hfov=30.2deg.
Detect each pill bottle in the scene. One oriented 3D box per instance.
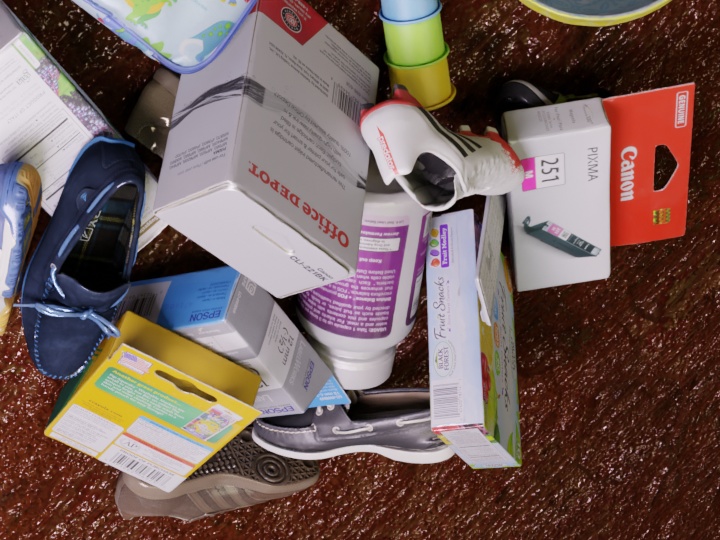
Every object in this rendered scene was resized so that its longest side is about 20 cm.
[{"bbox_3d":[0.000,0.000,1.182,0.111,0.112,0.201,-7,122,-26],"label":"pill bottle"}]

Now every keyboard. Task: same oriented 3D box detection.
[{"bbox_3d":[0.118,-0.040,1.190,0.011,0.201,0.057,-1,132,13],"label":"keyboard"}]

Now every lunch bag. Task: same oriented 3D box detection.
[{"bbox_3d":[-0.153,-0.252,0.938,0.200,0.082,0.161,37,92,-29],"label":"lunch bag"}]

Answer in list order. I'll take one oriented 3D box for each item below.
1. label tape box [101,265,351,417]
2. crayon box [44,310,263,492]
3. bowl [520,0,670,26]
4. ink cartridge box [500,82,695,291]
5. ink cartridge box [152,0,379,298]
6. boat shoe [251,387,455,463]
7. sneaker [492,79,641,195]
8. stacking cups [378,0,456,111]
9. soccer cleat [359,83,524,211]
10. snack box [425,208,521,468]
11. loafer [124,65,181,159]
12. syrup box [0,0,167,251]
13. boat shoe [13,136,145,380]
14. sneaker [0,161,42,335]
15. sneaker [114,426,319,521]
[{"bbox_3d":[-0.117,0.087,1.153,0.142,0.066,0.200,-9,135,28],"label":"label tape box"},{"bbox_3d":[-0.167,0.106,1.099,0.125,0.052,0.200,28,143,-16],"label":"crayon box"},{"bbox_3d":[0.189,-0.287,1.098,0.200,0.201,0.108,-39,173,-2],"label":"bowl"},{"bbox_3d":[0.220,-0.071,1.222,0.172,0.044,0.201,-8,137,3],"label":"ink cartridge box"},{"bbox_3d":[-0.066,-0.101,1.021,0.083,0.201,0.144,-19,141,35],"label":"ink cartridge box"},{"bbox_3d":[-0.007,0.137,1.248,0.198,0.074,0.061,3,121,15],"label":"boat shoe"},{"bbox_3d":[0.202,-0.139,1.256,0.199,0.071,0.083,31,67,-35],"label":"sneaker"},{"bbox_3d":[0.035,-0.232,1.099,0.060,0.061,0.201,-23,123,-16],"label":"stacking cups"},{"bbox_3d":[0.072,-0.081,1.080,0.068,0.086,0.199,-27,151,29],"label":"soccer cleat"},{"bbox_3d":[0.103,0.065,1.210,0.053,0.202,0.142,-7,157,17],"label":"snack box"},{"bbox_3d":[-0.123,-0.076,1.093,0.067,0.076,0.200,-37,120,-3],"label":"loafer"},{"bbox_3d":[-0.230,-0.098,1.009,0.081,0.079,0.200,-41,130,-2],"label":"syrup box"},{"bbox_3d":[-0.208,0.001,0.988,0.084,0.069,0.201,0,121,-27],"label":"boat shoe"},{"bbox_3d":[-0.289,-0.017,0.981,0.088,0.076,0.200,20,143,-11],"label":"sneaker"},{"bbox_3d":[-0.138,0.198,1.270,0.199,0.071,0.076,3,137,-29],"label":"sneaker"}]
